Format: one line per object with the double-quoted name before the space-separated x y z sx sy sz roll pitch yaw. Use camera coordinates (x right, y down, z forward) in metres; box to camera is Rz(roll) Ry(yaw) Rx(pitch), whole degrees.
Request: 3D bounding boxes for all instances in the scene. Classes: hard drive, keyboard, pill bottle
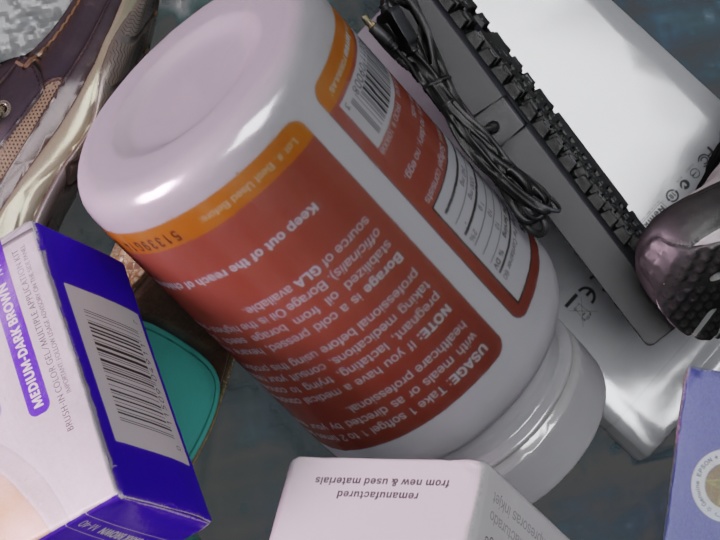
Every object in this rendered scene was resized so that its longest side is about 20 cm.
"hard drive" 0.083 -0.039 0.919 0.200 0.027 0.132 43 78 3
"keyboard" 0.057 -0.058 0.848 0.021 0.127 0.200 -39 85 20
"pill bottle" 0.000 0.000 0.820 0.112 0.112 0.200 -50 119 -13

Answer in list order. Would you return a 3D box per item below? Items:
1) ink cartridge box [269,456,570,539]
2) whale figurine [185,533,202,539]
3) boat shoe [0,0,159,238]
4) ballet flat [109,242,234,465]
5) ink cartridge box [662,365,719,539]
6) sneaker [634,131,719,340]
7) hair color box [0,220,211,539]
"ink cartridge box" 0.018 0.183 0.749 0.084 0.145 0.201 -2 60 34
"whale figurine" -0.089 0.167 0.819 0.199 0.104 0.160 17 78 -2
"boat shoe" -0.139 -0.051 0.874 0.073 0.075 0.201 25 76 -1
"ballet flat" -0.081 0.022 0.869 0.070 0.065 0.201 41 66 -28
"ink cartridge box" 0.201 0.142 0.789 0.199 0.043 0.198 10 79 -6
"sneaker" 0.157 -0.036 0.864 0.080 0.074 0.200 50 40 15
"hair color box" -0.162 0.082 0.794 0.199 0.065 0.110 -32 63 18
